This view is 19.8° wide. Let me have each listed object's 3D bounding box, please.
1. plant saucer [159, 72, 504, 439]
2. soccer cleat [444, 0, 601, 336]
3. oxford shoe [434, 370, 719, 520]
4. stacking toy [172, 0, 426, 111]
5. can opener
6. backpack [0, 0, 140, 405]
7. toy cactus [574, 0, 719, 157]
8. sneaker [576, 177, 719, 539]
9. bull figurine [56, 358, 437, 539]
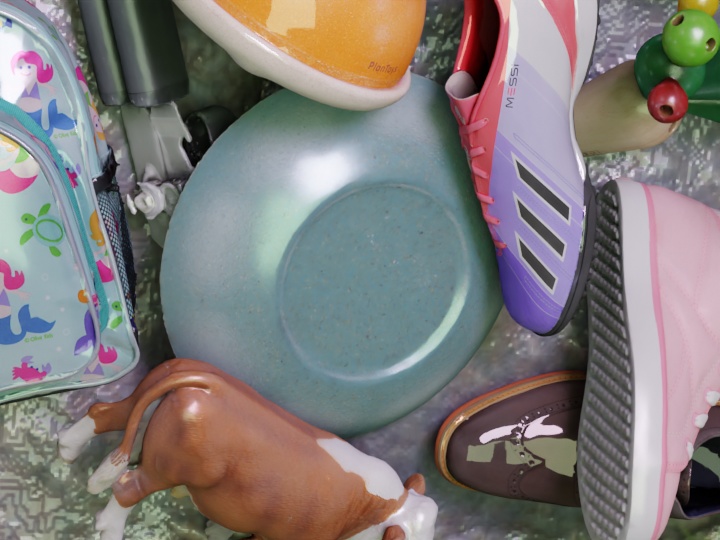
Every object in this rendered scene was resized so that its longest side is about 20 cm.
[{"bbox_3d":[0.000,0.000,1.029,0.201,0.039,0.201,-9,112,-23],"label":"plant saucer"},{"bbox_3d":[0.073,-0.063,1.004,0.073,0.068,0.200,-9,109,-26],"label":"soccer cleat"},{"bbox_3d":[0.140,0.096,1.088,0.200,0.073,0.071,-1,104,-10],"label":"oxford shoe"},{"bbox_3d":[0.008,-0.186,0.935,0.146,0.146,0.200,31,113,-16],"label":"stacking toy"},{"bbox_3d":[-0.100,-0.101,1.013,0.066,0.053,0.200,-29,112,-36],"label":"can opener"},{"bbox_3d":[-0.200,-0.031,0.959,0.177,0.151,0.200,-10,101,-4],"label":"backpack"},{"bbox_3d":[0.175,-0.086,1.027,0.165,0.200,0.102,-18,88,30],"label":"toy cactus"},{"bbox_3d":[0.169,0.052,1.046,0.105,0.075,0.200,12,63,-15],"label":"sneaker"},{"bbox_3d":[-0.053,0.109,1.024,0.121,0.065,0.200,-31,131,23],"label":"bull figurine"}]
